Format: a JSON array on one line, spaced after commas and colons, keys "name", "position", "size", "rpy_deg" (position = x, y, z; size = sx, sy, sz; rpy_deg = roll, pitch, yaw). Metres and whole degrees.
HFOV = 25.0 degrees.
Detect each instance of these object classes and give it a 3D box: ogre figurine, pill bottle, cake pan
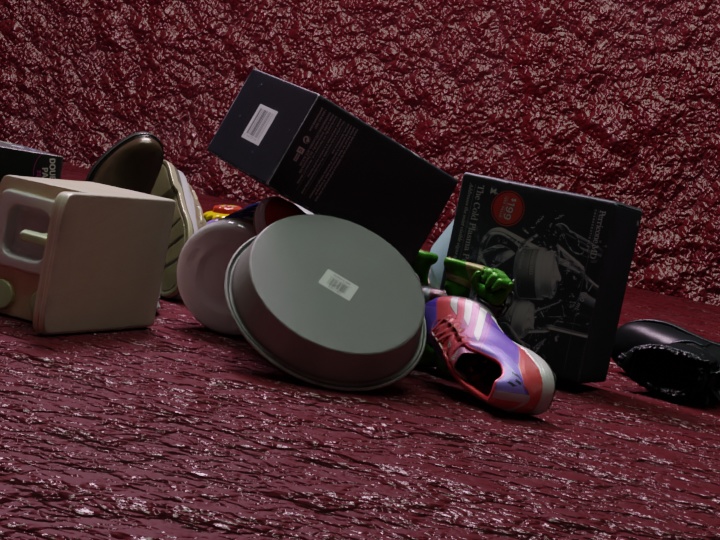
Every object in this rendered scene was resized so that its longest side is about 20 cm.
[{"name": "ogre figurine", "position": [0.075, 0.042, 1.700], "size": [0.200, 0.120, 0.098], "rpy_deg": [16, 3, 32]}, {"name": "pill bottle", "position": [-0.104, -0.011, 1.724], "size": [0.119, 0.120, 0.200], "rpy_deg": [12, 15, 15]}, {"name": "cake pan", "position": [-0.026, 0.023, 1.501], "size": [0.200, 0.037, 0.201], "rpy_deg": [14, 44, -14]}]

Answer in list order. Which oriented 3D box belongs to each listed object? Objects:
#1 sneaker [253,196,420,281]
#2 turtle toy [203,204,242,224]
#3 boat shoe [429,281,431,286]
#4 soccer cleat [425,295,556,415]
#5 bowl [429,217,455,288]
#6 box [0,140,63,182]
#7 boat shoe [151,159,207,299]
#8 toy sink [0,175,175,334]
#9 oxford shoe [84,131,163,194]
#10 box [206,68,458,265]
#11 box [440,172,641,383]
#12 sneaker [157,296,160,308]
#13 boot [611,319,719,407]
[{"name": "sneaker", "position": [-0.015, 0.001, 1.600], "size": [0.112, 0.071, 0.200], "rpy_deg": [-9, -54, 46]}, {"name": "turtle toy", "position": [-0.152, -0.026, 1.984], "size": [0.145, 0.101, 0.200], "rpy_deg": [-2, 11, -38]}, {"name": "boat shoe", "position": [0.065, 0.047, 1.976], "size": [0.063, 0.074, 0.201], "rpy_deg": [-21, 5, 17]}, {"name": "soccer cleat", "position": [0.104, 0.076, 1.556], "size": [0.073, 0.068, 0.200], "rpy_deg": [7, 20, -36]}, {"name": "bowl", "position": [0.155, 0.013, 1.994], "size": [0.105, 0.201, 0.201], "rpy_deg": [-30, -10, 18]}, {"name": "box", "position": [-0.421, -0.064, 1.627], "size": [0.200, 0.149, 0.124], "rpy_deg": [8, 5, -37]}, {"name": "boat shoe", "position": [-0.210, -0.042, 1.907], "size": [0.075, 0.200, 0.068], "rpy_deg": [-31, -43, 24]}, {"name": "toy sink", "position": [-0.279, -0.017, 1.527], "size": [0.112, 0.131, 0.200], "rpy_deg": [13, 6, 22]}, {"name": "oxford shoe", "position": [-0.265, -0.058, 1.719], "size": [0.073, 0.200, 0.084], "rpy_deg": [37, -10, -29]}, {"name": "box", "position": [-0.032, -0.108, 1.660], "size": [0.182, 0.104, 0.200], "rpy_deg": [30, 1, -27]}, {"name": "box", "position": [0.194, 0.007, 1.801], "size": [0.182, 0.201, 0.104], "rpy_deg": [12, 3, 25]}, {"name": "sneaker", "position": [-0.246, -0.005, 1.750], "size": [0.076, 0.081, 0.200], "rpy_deg": [12, 6, -9]}, {"name": "boot", "position": [0.352, 0.106, 1.903], "size": [0.198, 0.074, 0.162], "rpy_deg": [15, 10, 34]}]
